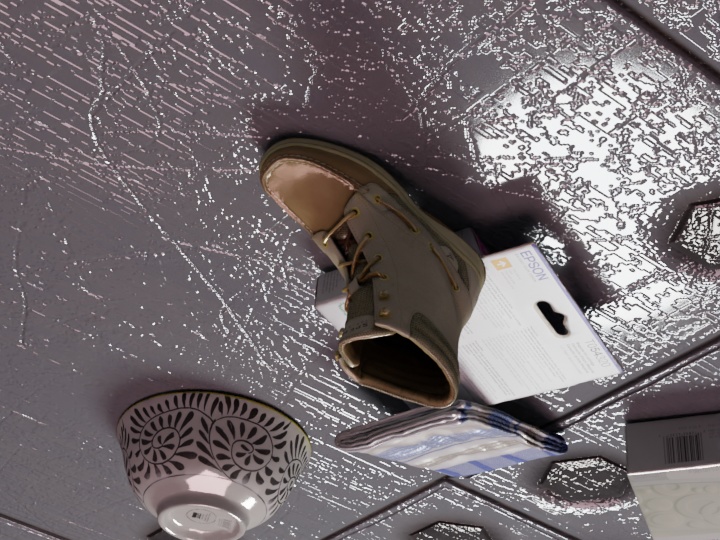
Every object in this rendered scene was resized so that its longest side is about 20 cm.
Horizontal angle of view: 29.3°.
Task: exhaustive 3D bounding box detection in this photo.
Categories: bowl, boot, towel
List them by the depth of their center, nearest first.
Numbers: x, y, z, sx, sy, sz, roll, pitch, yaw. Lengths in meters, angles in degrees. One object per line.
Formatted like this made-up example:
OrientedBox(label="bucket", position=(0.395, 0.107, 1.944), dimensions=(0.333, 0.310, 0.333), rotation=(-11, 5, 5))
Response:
OrientedBox(label="boot", position=(0.000, 0.000, 1.000), dimensions=(0.200, 0.155, 0.072), rotation=(35, 126, -13))
OrientedBox(label="towel", position=(0.088, 0.163, 1.294), dimensions=(0.147, 0.024, 0.200), rotation=(-20, 153, 32))
OrientedBox(label="bowl", position=(-0.152, 0.213, 1.375), dimensions=(0.200, 0.094, 0.201), rotation=(4, 144, 3))

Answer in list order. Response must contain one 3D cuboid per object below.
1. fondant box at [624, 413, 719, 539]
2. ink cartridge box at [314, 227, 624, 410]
OrientedBox(label="fondant box", position=(0.348, 0.214, 1.345), dimensions=(0.144, 0.058, 0.200), rotation=(-9, 142, 18))
OrientedBox(label="ink cartridge box", position=(0.095, 0.045, 1.165), dimensions=(0.200, 0.043, 0.196), rotation=(-17, 137, 24))
